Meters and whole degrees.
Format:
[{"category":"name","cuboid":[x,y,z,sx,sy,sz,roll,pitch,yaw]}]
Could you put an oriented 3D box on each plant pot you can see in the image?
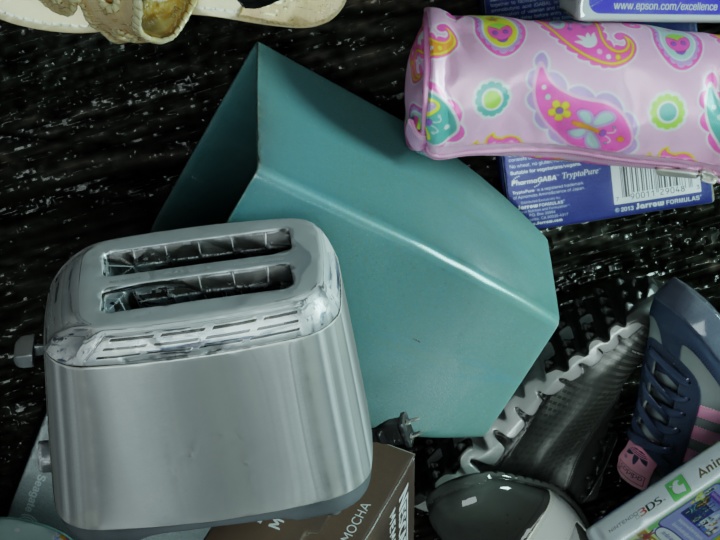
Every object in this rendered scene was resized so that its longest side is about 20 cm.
[{"category":"plant pot","cuboid":[0.000,0.000,1.595,0.199,0.142,0.141,23,119,-17]}]

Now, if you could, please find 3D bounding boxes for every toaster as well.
[{"category":"toaster","cuboid":[-0.073,0.054,1.476,0.199,0.114,0.130,-7,122,2]}]

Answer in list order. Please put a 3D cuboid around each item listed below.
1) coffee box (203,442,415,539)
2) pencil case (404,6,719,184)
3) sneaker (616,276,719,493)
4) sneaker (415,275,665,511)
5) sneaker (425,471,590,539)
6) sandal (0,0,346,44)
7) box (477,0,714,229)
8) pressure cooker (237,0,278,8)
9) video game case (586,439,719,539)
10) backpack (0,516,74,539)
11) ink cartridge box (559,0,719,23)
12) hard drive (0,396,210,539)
[{"category":"coffee box","cuboid":[-0.028,0.187,1.585,0.080,0.113,0.200,19,140,17]},{"category":"pencil case","cuboid":[0.123,-0.094,1.574,0.199,0.087,0.088,5,109,-6]},{"category":"sneaker","cuboid":[0.180,0.085,1.632,0.082,0.070,0.200,-36,143,-11]},{"category":"sneaker","cuboid":[0.120,0.088,1.683,0.090,0.067,0.200,41,105,-19]},{"category":"sneaker","cuboid":[0.110,0.190,1.663,0.074,0.089,0.200,-27,130,26]},{"category":"sandal","cuboid":[-0.110,-0.158,1.575,0.211,0.070,0.078,2,109,-5]},{"category":"box","cuboid":[0.129,-0.127,1.624,0.121,0.032,0.201,-8,111,-2]},{"category":"pressure cooker","cuboid":[-0.024,-0.252,1.491,0.200,0.179,0.176,-36,106,2]},{"category":"video game case","cuboid":[0.230,0.124,1.653,0.182,0.200,0.022,-34,66,7]},{"category":"backpack","cuboid":[-0.195,0.246,1.655,0.176,0.153,0.200,-28,108,33]},{"category":"ink cartridge box","cuboid":[0.210,-0.234,1.565,0.197,0.043,0.201,-1,108,-20]},{"category":"hard drive","cuboid":[-0.099,0.129,1.695,0.199,0.033,0.140,19,107,-10]}]
